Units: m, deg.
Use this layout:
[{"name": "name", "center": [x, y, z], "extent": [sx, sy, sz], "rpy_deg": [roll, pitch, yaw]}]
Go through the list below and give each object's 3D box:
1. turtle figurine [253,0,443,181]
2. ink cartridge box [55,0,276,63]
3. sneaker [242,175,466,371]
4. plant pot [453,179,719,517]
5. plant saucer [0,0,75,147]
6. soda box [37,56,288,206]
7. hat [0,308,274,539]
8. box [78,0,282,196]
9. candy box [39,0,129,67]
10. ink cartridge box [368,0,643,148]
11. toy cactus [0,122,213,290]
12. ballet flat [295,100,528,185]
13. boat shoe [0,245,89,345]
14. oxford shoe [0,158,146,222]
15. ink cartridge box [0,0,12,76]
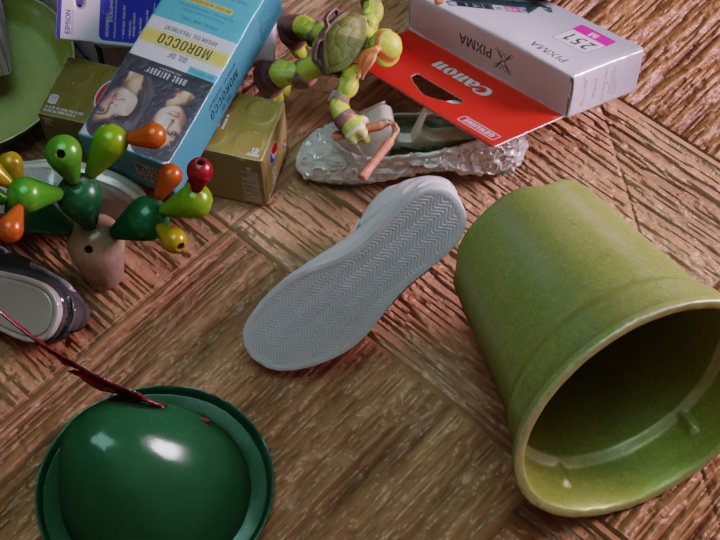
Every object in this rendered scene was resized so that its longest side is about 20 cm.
[{"name": "turtle figurine", "center": [-0.020, -0.172, 1.098], "extent": [0.161, 0.064, 0.202], "rpy_deg": [3, 77, 47]}, {"name": "ink cartridge box", "center": [-0.167, -0.236, 1.151], "extent": [0.198, 0.037, 0.096], "rpy_deg": [2, 94, -29]}, {"name": "sneaker", "center": [0.000, 0.000, 1.043], "extent": [0.199, 0.116, 0.074], "rpy_deg": [-35, 98, 10]}, {"name": "plant pot", "center": [0.159, 0.040, 0.952], "extent": [0.199, 0.201, 0.185], "rpy_deg": [-19, 45, -12]}, {"name": "plant saucer", "center": [-0.350, -0.171, 1.182], "extent": [0.198, 0.031, 0.201], "rpy_deg": [-1, 55, 1]}, {"name": "soda box", "center": [-0.163, -0.118, 1.123], "extent": [0.198, 0.064, 0.068], "rpy_deg": [13, 58, 9]}, {"name": "hat", "center": [-0.162, 0.109, 0.897], "extent": [0.198, 0.177, 0.167], "rpy_deg": [1, 55, 2]}, {"name": "box", "center": [-0.142, -0.163, 1.078], "extent": [0.082, 0.049, 0.201], "rpy_deg": [20, 66, 13]}, {"name": "candy box", "center": [-0.224, -0.296, 1.242], "extent": [0.167, 0.072, 0.200], "rpy_deg": [-33, 62, -20]}, {"name": "ink cartridge box", "center": [0.108, -0.187, 1.131], "extent": [0.173, 0.044, 0.200], "rpy_deg": [-23, 44, -34]}, {"name": "toy cactus", "center": [-0.204, -0.036, 1.005], "extent": [0.198, 0.166, 0.103], "rpy_deg": [-6, 56, -2]}, {"name": "ballet flat", "center": [0.043, -0.116, 1.120], "extent": [0.198, 0.072, 0.072], "rpy_deg": [-3, 55, -1]}, {"name": "boat shoe", "center": [-0.303, 0.008, 1.053], "extent": [0.199, 0.057, 0.067], "rpy_deg": [23, 94, 20]}, {"name": "oxford shoe", "center": [-0.270, -0.055, 1.078], "extent": [0.198, 0.075, 0.058], "rpy_deg": [5, 60, 8]}, {"name": "ink cartridge box", "center": [-0.396, -0.255, 1.172], "extent": [0.144, 0.084, 0.201], "rpy_deg": [-13, 55, -8]}]
